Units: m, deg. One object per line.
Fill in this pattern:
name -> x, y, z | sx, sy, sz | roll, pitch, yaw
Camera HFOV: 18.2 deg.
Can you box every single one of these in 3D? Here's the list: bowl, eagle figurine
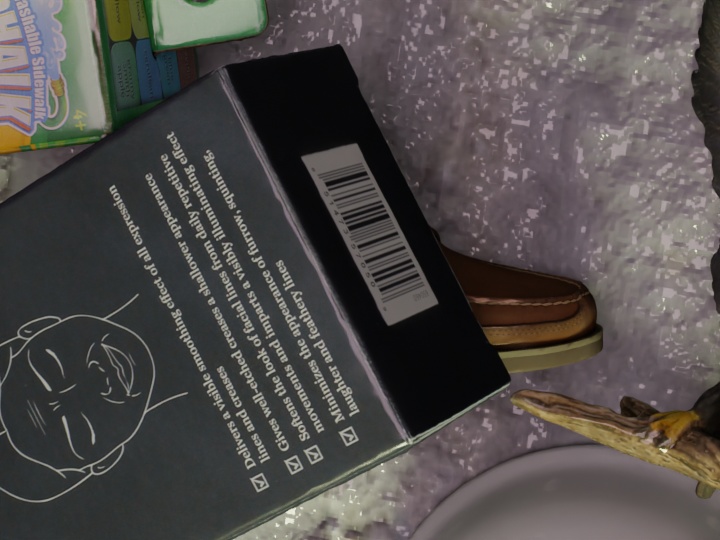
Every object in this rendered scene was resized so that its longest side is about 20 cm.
bowl -> 0.091, 0.178, 0.905 | 0.200, 0.090, 0.203 | 2, 98, 12
eagle figurine -> 0.174, -0.006, 0.842 | 0.151, 0.151, 0.201 | 26, 84, -18

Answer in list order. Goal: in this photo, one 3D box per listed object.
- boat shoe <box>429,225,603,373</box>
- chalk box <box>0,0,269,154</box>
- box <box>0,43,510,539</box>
boat shoe -> 0.000, 0.000, 0.909 | 0.198, 0.072, 0.069 | 4, 100, 12
chalk box -> -0.139, -0.111, 0.899 | 0.199, 0.124, 0.125 | -7, 96, 14
box -> -0.071, 0.029, 0.853 | 0.199, 0.107, 0.149 | -28, 87, 25
